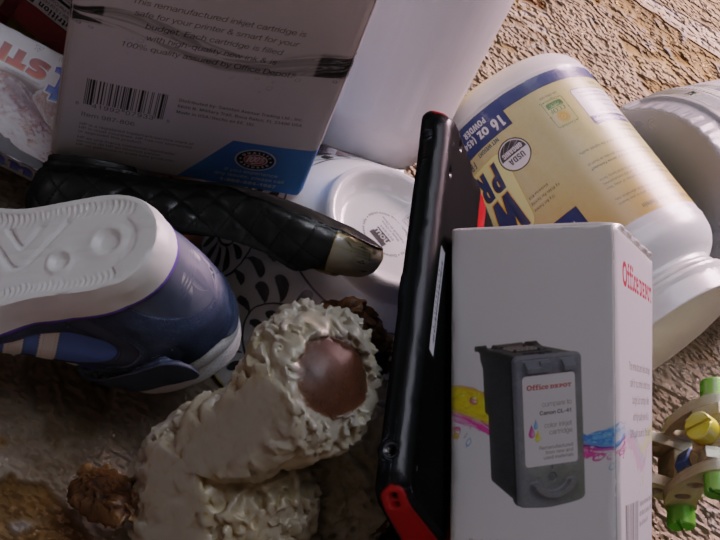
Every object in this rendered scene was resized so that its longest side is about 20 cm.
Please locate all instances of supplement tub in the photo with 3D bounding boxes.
[{"bbox_3d":[0.145,-0.030,0.935,0.144,0.145,0.201,-13,60,-43],"label":"supplement tub"}]

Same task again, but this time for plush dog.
[{"bbox_3d":[-0.034,0.106,0.698,0.171,0.160,0.202,-11,100,-56],"label":"plush dog"}]

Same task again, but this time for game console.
[{"bbox_3d":[0.042,0.048,0.699,0.031,0.177,0.201,-1,62,17],"label":"game console"}]

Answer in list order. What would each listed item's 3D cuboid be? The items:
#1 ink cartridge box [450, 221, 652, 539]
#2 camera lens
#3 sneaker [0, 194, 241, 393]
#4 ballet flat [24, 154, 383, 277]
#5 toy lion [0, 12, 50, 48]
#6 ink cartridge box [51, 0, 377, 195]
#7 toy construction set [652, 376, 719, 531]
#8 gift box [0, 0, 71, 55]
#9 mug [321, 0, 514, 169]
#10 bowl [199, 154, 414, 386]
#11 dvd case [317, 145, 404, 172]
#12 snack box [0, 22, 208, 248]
[{"bbox_3d":[0.099,0.085,0.690,0.148,0.085,0.202,21,68,-71],"label":"ink cartridge box"},{"bbox_3d":[0.273,-0.063,1.047,0.199,0.160,0.160,-16,63,-44],"label":"camera lens"},{"bbox_3d":[-0.161,0.027,0.720,0.198,0.147,0.081,-5,60,16],"label":"sneaker"},{"bbox_3d":[-0.085,-0.020,0.748,0.198,0.057,0.066,11,-3,9],"label":"ballet flat"},{"bbox_3d":[-0.175,-0.152,0.892,0.199,0.069,0.192,-19,72,-45],"label":"toy lion"},{"bbox_3d":[-0.076,-0.138,0.716,0.144,0.200,0.085,9,56,-13],"label":"ink cartridge box"},{"bbox_3d":[0.155,0.093,0.828,0.199,0.131,0.093,31,56,-14],"label":"toy construction set"},{"bbox_3d":[-0.139,-0.259,0.812,0.184,0.200,0.187,41,42,-17],"label":"gift box"},{"bbox_3d":[0.026,-0.148,0.902,0.149,0.154,0.186,24,8,36],"label":"mug"},{"bbox_3d":[0.000,0.000,0.825,0.199,0.094,0.202,16,52,-22],"label":"bowl"},{"bbox_3d":[-0.034,-0.103,0.970,0.145,0.022,0.201,21,45,-19],"label":"dvd case"},{"bbox_3d":[-0.171,-0.083,0.798,0.199,0.024,0.072,27,67,-10],"label":"snack box"}]
